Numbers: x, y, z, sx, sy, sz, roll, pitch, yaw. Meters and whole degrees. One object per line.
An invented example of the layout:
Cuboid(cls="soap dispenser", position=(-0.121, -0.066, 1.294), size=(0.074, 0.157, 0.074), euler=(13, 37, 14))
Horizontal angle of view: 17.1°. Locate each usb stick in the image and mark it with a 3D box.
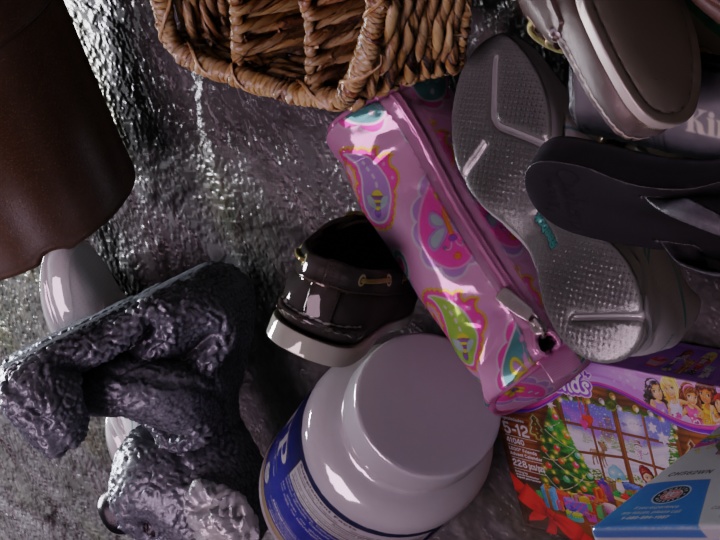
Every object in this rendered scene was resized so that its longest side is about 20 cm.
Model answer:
Cuboid(cls="usb stick", position=(0.189, -0.075, 1.175), size=(0.200, 0.033, 0.056), euler=(16, 114, 34))

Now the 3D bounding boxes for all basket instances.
Cuboid(cls="basket", position=(-0.030, -0.183, 1.265), size=(0.143, 0.149, 0.200), euler=(-126, 26, -50))

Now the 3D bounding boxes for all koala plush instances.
Cuboid(cls="koala plush", position=(-0.122, 0.114, 1.607), size=(0.200, 0.184, 0.177), euler=(64, 177, -4))

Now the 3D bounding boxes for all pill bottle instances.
Cuboid(cls="pill bottle", position=(0.015, 0.112, 1.479), size=(0.120, 0.120, 0.200), euler=(50, 155, 6))

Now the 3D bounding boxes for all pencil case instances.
Cuboid(cls="pencil case", position=(0.062, -0.016, 1.358), size=(0.200, 0.087, 0.087), euler=(60, 145, 14))

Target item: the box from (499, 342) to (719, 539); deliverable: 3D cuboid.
Cuboid(cls="box", position=(0.166, 0.105, 1.401), size=(0.200, 0.039, 0.137), euler=(9, 124, 44))

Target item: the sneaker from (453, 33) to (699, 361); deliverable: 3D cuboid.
Cuboid(cls="sneaker", position=(0.115, -0.038, 1.305), size=(0.070, 0.080, 0.200), euler=(-39, 66, 34))

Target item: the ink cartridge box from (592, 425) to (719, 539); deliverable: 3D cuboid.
Cuboid(cls="ink cartridge box", position=(0.237, 0.114, 1.197), size=(0.144, 0.200, 0.085), euler=(-8, 108, 50))

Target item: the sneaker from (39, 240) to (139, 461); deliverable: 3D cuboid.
Cuboid(cls="sneaker", position=(-0.160, 0.059, 1.716), size=(0.080, 0.070, 0.200), euler=(-13, 111, 35))

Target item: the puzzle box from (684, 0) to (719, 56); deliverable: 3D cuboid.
Cuboid(cls="puzzle box", position=(0.228, -0.090, 1.177), size=(0.200, 0.025, 0.133), euler=(44, 137, 15))

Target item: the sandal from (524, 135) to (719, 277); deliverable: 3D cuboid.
Cuboid(cls="sandal", position=(0.170, -0.021, 1.177), size=(0.200, 0.043, 0.076), euler=(7, 141, 34))

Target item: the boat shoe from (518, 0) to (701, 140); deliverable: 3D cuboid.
Cuboid(cls="boat shoe", position=(0.108, -0.144, 1.189), size=(0.060, 0.072, 0.200), euler=(-42, 57, 41))

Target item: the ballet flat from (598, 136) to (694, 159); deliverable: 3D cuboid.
Cuboid(cls="ballet flat", position=(0.199, -0.020, 1.242), size=(0.200, 0.065, 0.071), euler=(41, 135, 16))

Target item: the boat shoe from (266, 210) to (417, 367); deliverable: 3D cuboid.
Cuboid(cls="boat shoe", position=(0.000, 0.000, 1.404), size=(0.072, 0.201, 0.061), euler=(22, 107, 6))

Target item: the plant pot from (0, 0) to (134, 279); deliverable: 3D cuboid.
Cuboid(cls="plant pot", position=(-0.256, -0.112, 1.575), size=(0.200, 0.200, 0.198), euler=(4, 130, 46))

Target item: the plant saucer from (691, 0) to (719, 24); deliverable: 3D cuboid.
Cuboid(cls="plant saucer", position=(0.202, -0.187, 1.106), size=(0.200, 0.034, 0.200), euler=(18, 122, 31))
